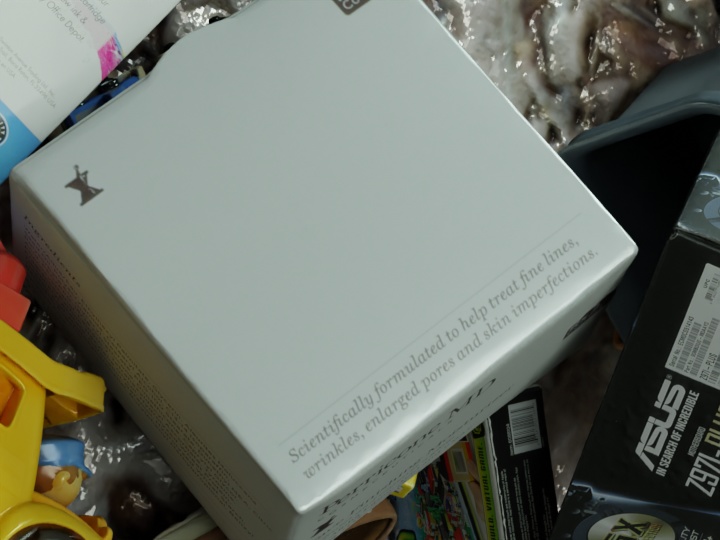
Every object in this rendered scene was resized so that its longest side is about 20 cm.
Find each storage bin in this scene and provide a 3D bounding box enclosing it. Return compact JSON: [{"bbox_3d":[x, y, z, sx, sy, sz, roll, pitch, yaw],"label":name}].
[{"bbox_3d":[0.196,-0.019,1.400,0.200,0.145,0.134,59,37,-17],"label":"storage bin"}]

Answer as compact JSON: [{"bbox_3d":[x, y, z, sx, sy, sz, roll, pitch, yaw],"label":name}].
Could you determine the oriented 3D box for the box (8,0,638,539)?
[{"bbox_3d":[-0.021,-0.004,1.203,0.199,0.131,0.200,-37,77,-17],"label":"box"}]

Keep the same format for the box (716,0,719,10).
[{"bbox_3d":[0.299,-0.158,1.466,0.182,0.104,0.200,-32,106,-26],"label":"box"}]

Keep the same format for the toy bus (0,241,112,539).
[{"bbox_3d":[-0.178,0.073,1.180,0.200,0.136,0.192,37,56,-28],"label":"toy bus"}]

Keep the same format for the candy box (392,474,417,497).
[{"bbox_3d":[0.000,0.000,1.293,0.102,0.026,0.200,19,68,-10],"label":"candy box"}]

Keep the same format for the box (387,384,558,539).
[{"bbox_3d":[0.059,0.155,1.320,0.035,0.110,0.201,-11,95,-30],"label":"box"}]

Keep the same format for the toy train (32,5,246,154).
[{"bbox_3d":[-0.071,-0.098,1.278,0.200,0.046,0.034,-31,106,-27],"label":"toy train"}]

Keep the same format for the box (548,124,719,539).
[{"bbox_3d":[0.171,0.033,1.252,0.086,0.200,0.164,23,36,7],"label":"box"}]

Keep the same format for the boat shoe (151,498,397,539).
[{"bbox_3d":[-0.062,0.153,1.255,0.072,0.076,0.200,37,66,22],"label":"boat shoe"}]

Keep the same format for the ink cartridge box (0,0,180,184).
[{"bbox_3d":[-0.146,-0.143,1.199,0.200,0.068,0.115,-46,113,-9],"label":"ink cartridge box"}]
